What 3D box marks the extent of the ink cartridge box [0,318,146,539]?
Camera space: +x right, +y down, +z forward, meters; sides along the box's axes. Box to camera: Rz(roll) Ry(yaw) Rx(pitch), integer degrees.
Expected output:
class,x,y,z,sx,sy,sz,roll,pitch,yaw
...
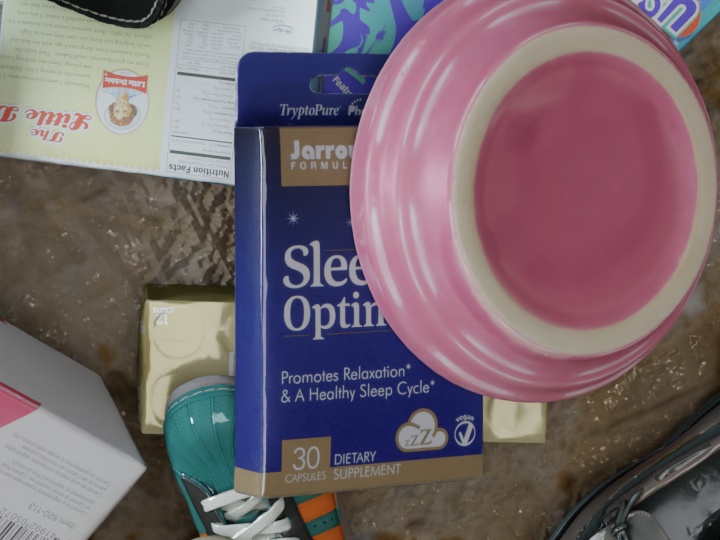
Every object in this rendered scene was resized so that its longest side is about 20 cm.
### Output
class,x,y,z,sx,sy,sz,roll,pitch,yaw
ink cartridge box,-0.222,0.114,1.063,0.146,0.083,0.200,33,103,-37

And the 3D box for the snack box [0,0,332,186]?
class,x,y,z,sx,sy,sz,roll,pitch,yaw
snack box,-0.116,-0.106,1.087,0.199,0.037,0.117,8,96,9

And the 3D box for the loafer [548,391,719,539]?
class,x,y,z,sx,sy,sz,roll,pitch,yaw
loafer,0.156,0.125,1.138,0.200,0.063,0.072,-45,98,-11

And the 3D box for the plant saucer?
class,x,y,z,sx,sy,sz,roll,pitch,yaw
plant saucer,0.092,-0.037,1.058,0.200,0.051,0.202,-3,95,-30

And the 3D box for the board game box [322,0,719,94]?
class,x,y,z,sx,sy,sz,roll,pitch,yaw
board game box,0.069,-0.129,1.124,0.200,0.045,0.152,-45,99,0

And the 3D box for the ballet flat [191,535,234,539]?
class,x,y,z,sx,sy,sz,roll,pitch,yaw
ballet flat,-0.124,0.182,1.071,0.200,0.069,0.070,-33,100,24

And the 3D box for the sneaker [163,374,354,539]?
class,x,y,z,sx,sy,sz,roll,pitch,yaw
sneaker,-0.036,0.140,1.091,0.071,0.080,0.200,-19,123,11

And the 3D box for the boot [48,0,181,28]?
class,x,y,z,sx,sy,sz,roll,pitch,yaw
boot,-0.188,-0.133,0.990,0.203,0.154,0.074,28,132,-2

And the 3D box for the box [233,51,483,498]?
class,x,y,z,sx,sy,sz,roll,pitch,yaw
box,0.000,0.000,1.055,0.121,0.032,0.201,-2,93,-30

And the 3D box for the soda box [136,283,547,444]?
class,x,y,z,sx,sy,sz,roll,pitch,yaw
soda box,-0.010,0.045,1.127,0.199,0.064,0.068,2,97,-7
